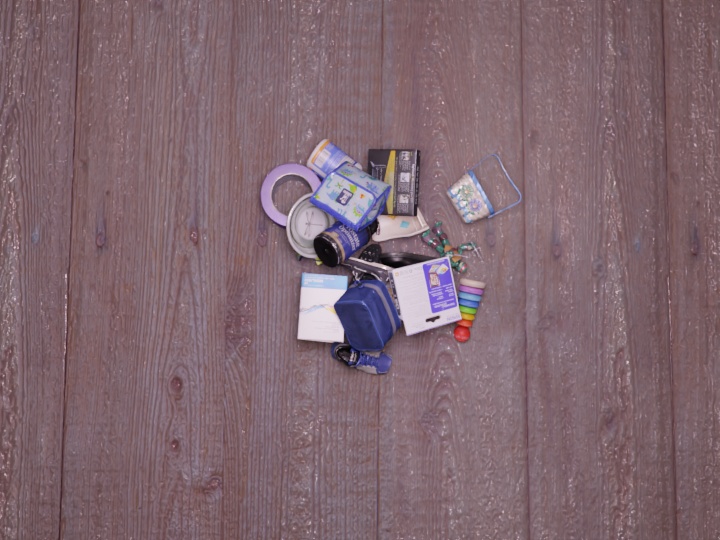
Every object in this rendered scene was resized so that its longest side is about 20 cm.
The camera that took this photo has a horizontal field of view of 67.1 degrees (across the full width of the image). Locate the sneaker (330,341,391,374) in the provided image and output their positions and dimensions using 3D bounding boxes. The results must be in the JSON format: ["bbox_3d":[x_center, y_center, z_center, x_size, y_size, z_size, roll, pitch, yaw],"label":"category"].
[{"bbox_3d":[-0.001,0.280,1.703,0.197,0.115,0.081,16,87,-2],"label":"sneaker"}]

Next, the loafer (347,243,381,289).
[{"bbox_3d":[0.015,0.007,1.747,0.067,0.071,0.202,17,69,21],"label":"loafer"}]

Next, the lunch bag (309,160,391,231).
[{"bbox_3d":[-0.030,-0.209,1.579,0.169,0.128,0.200,31,46,12],"label":"lunch bag"}]

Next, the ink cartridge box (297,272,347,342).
[{"bbox_3d":[-0.116,0.116,1.690,0.143,0.147,0.203,4,86,-3],"label":"ink cartridge box"}]

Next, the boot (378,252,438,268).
[{"bbox_3d":[0.152,0.027,1.703,0.208,0.079,0.160,9,87,-5],"label":"boot"}]

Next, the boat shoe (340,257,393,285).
[{"bbox_3d":[0.000,0.000,1.673,0.198,0.073,0.063,13,85,19],"label":"boat shoe"}]

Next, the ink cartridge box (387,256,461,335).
[{"bbox_3d":[0.196,0.075,1.645,0.196,0.043,0.202,-13,91,-20],"label":"ink cartridge box"}]

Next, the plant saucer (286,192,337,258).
[{"bbox_3d":[-0.146,-0.141,1.667,0.198,0.050,0.203,-10,108,-32],"label":"plant saucer"}]

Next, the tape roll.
[{"bbox_3d":[-0.216,-0.234,1.737,0.197,0.085,0.203,0,87,-4],"label":"tape roll"}]

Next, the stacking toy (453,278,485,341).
[{"bbox_3d":[0.345,0.131,1.753,0.084,0.085,0.203,10,91,-2],"label":"stacking toy"}]

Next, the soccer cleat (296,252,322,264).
[{"bbox_3d":[-0.109,-0.057,1.742,0.198,0.065,0.085,3,81,2],"label":"soccer cleat"}]

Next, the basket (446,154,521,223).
[{"bbox_3d":[0.392,-0.248,1.743,0.199,0.139,0.177,-33,88,5],"label":"basket"}]

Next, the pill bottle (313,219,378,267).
[{"bbox_3d":[-0.040,-0.104,1.644,0.200,0.112,0.112,-39,89,-35],"label":"pill bottle"}]

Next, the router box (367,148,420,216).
[{"bbox_3d":[0.100,-0.271,1.673,0.155,0.052,0.203,6,99,21],"label":"router box"}]

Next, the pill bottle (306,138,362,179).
[{"bbox_3d":[-0.064,-0.317,1.736,0.199,0.112,0.113,37,85,-1],"label":"pill bottle"}]

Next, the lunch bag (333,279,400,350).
[{"bbox_3d":[0.023,0.120,1.600,0.132,0.135,0.202,-44,121,-44],"label":"lunch bag"}]

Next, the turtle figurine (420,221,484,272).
[{"bbox_3d":[0.292,-0.061,1.740,0.200,0.149,0.101,45,126,12],"label":"turtle figurine"}]

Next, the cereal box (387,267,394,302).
[{"bbox_3d":[0.117,0.072,1.759,0.144,0.040,0.200,42,85,-1],"label":"cereal box"}]

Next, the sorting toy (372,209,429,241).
[{"bbox_3d":[0.099,-0.185,1.749,0.178,0.107,0.202,-24,87,3],"label":"sorting toy"}]
